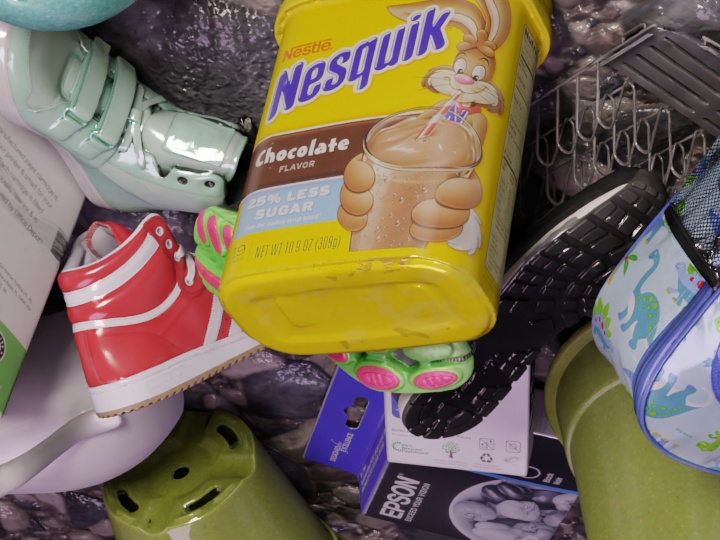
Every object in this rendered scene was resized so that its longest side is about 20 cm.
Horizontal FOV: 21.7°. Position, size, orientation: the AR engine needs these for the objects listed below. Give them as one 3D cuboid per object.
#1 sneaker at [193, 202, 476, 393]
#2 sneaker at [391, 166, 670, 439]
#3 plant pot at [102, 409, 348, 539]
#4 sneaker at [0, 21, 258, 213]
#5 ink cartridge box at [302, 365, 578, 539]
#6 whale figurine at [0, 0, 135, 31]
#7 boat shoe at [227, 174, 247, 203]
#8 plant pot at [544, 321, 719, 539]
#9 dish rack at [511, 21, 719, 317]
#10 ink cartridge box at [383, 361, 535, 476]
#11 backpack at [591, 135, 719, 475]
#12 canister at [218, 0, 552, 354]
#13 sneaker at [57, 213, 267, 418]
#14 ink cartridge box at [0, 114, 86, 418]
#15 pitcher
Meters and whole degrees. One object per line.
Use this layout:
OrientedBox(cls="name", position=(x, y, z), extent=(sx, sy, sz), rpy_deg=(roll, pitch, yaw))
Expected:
OrientedBox(cls="sneaker", position=(-0.007, 0.001, 1.044), extent=(0.200, 0.084, 0.077), rpy_deg=(30, 133, 36))
OrientedBox(cls="sneaker", position=(0.080, -0.002, 1.051), extent=(0.200, 0.088, 0.076), rpy_deg=(-44, 137, 20))
OrientedBox(cls="plant pot", position=(-0.108, 0.212, 1.450), extent=(0.200, 0.200, 0.190), rpy_deg=(-3, 131, 22))
OrientedBox(cls="sneaker", position=(-0.127, -0.095, 1.067), extent=(0.118, 0.074, 0.200), rpy_deg=(5, 157, 22))
OrientedBox(cls="ink cartridge box", position=(0.064, 0.136, 1.386), extent=(0.200, 0.043, 0.198), rpy_deg=(15, 147, -2))
OrientedBox(cls="whale figurine", position=(-0.172, -0.196, 0.906), extent=(0.159, 0.104, 0.200), rpy_deg=(-6, 143, 26))
OrientedBox(cls="boat shoe", position=(0.000, 0.002, 1.140), extent=(0.200, 0.063, 0.073), rpy_deg=(24, 131, -1))
OrientedBox(cls="plant pot", position=(0.213, 0.149, 1.178), extent=(0.200, 0.190, 0.200), rpy_deg=(4, 135, 4))
OrientedBox(cls="dish rack", position=(0.154, -0.055, 1.060), extent=(0.153, 0.055, 0.200), rpy_deg=(29, 143, -25))
OrientedBox(cls="ink cartridge box", position=(0.064, 0.047, 1.225), extent=(0.099, 0.039, 0.200), rpy_deg=(6, 130, 10))
OrientedBox(cls="backpack", position=(0.231, 0.021, 0.986), extent=(0.183, 0.147, 0.200), rpy_deg=(23, 119, -34))
OrientedBox(cls="canister", position=(0.014, -0.062, 0.959), extent=(0.148, 0.200, 0.087), rpy_deg=(-6, 143, 26))
OrientedBox(cls="sneaker", position=(-0.105, 0.005, 1.178), extent=(0.071, 0.200, 0.113), rpy_deg=(-14, 100, 41))
OrientedBox(cls="ink cartridge box", position=(-0.240, -0.037, 1.082), extent=(0.084, 0.200, 0.146), rpy_deg=(-2, 144, 26))
OrientedBox(cls="pitcher", position=(-0.213, 0.104, 1.267), extent=(0.171, 0.200, 0.121), rpy_deg=(17, 123, 57))
